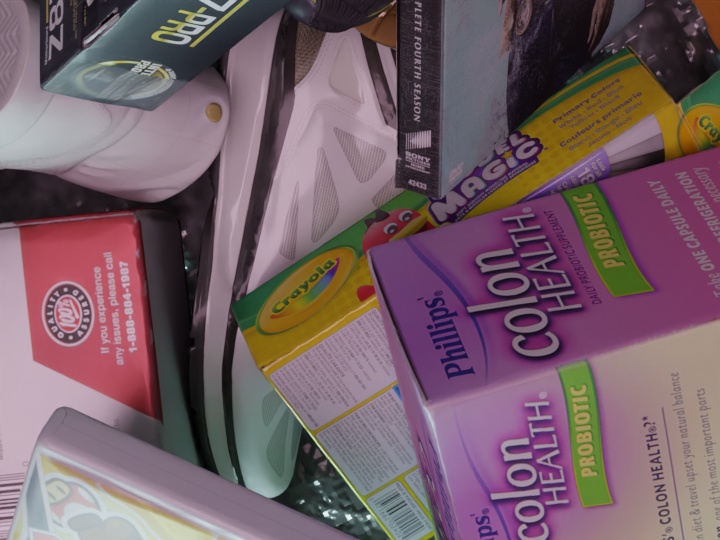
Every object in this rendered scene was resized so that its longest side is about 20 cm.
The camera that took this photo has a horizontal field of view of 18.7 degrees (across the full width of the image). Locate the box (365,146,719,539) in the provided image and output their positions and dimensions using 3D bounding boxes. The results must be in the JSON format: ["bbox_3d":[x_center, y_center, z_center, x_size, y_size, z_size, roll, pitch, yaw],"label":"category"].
[{"bbox_3d":[0.121,0.059,0.755,0.199,0.097,0.176,-17,124,-3],"label":"box"}]

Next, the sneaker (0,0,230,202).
[{"bbox_3d":[-0.136,-0.053,0.825,0.200,0.115,0.074,0,79,48],"label":"sneaker"}]

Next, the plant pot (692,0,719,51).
[{"bbox_3d":[0.199,-0.144,0.706,0.183,0.200,0.201,-12,106,28],"label":"plant pot"}]

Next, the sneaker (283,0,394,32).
[{"bbox_3d":[-0.029,-0.153,0.748,0.074,0.200,0.081,15,136,-33],"label":"sneaker"}]

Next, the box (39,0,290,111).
[{"bbox_3d":[-0.050,-0.170,0.676,0.049,0.201,0.161,9,158,-32],"label":"box"}]

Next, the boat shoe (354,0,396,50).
[{"bbox_3d":[0.049,-0.170,0.777,0.071,0.069,0.201,22,92,25],"label":"boat shoe"}]

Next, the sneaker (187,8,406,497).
[{"bbox_3d":[0.000,0.000,0.830,0.115,0.076,0.201,7,106,8],"label":"sneaker"}]

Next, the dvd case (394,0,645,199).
[{"bbox_3d":[0.058,-0.140,0.712,0.022,0.146,0.201,22,134,27],"label":"dvd case"}]

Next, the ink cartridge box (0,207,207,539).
[{"bbox_3d":[-0.164,0.059,0.827,0.199,0.083,0.147,-6,91,7],"label":"ink cartridge box"}]

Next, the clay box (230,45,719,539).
[{"bbox_3d":[0.067,0.006,0.801,0.200,0.048,0.115,-33,128,2],"label":"clay box"}]

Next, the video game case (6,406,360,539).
[{"bbox_3d":[-0.036,0.151,0.755,0.199,0.023,0.182,24,131,2],"label":"video game case"}]
